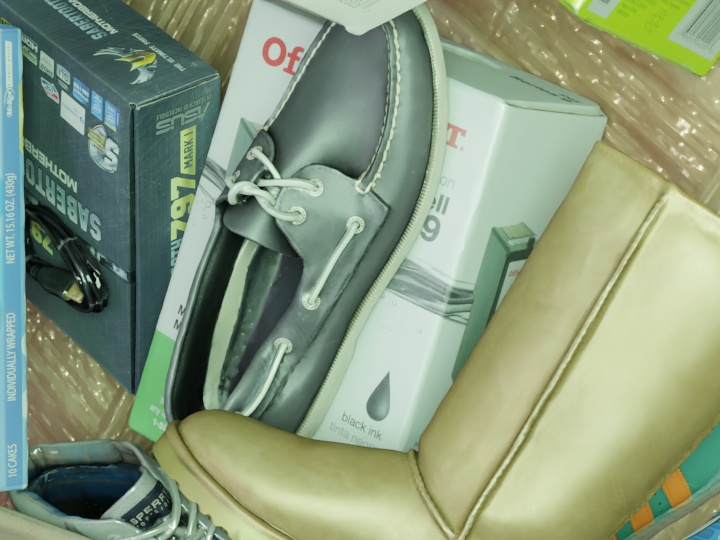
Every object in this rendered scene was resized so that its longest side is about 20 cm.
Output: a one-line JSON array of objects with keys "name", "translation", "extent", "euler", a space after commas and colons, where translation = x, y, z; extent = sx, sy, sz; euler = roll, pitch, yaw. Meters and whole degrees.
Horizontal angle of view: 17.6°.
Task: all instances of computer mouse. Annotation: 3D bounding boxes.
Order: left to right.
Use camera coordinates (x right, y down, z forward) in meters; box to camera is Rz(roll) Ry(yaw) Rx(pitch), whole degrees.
[{"name": "computer mouse", "translation": [-0.179, -0.009, 1.081], "extent": [0.199, 0.034, 0.059], "euler": [14, 123, 53]}]

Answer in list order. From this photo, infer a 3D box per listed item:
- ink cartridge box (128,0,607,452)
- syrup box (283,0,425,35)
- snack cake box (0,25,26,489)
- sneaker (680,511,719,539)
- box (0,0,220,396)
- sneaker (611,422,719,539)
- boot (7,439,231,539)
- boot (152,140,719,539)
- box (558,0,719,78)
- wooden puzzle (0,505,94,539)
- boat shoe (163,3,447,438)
[{"name": "ink cartridge box", "translation": [0.000, 0.000, 0.988], "extent": [0.145, 0.084, 0.201], "euler": [25, 105, 34]}, {"name": "syrup box", "translation": [-0.015, -0.199, 0.851], "extent": [0.081, 0.079, 0.201], "euler": [-26, 69, 26]}, {"name": "snack cake box", "translation": [-0.208, -0.004, 0.993], "extent": [0.067, 0.114, 0.202], "euler": [16, 108, 58]}, {"name": "sneaker", "translation": [0.145, 0.129, 0.874], "extent": [0.079, 0.089, 0.200], "euler": [50, 118, 25]}, {"name": "box", "translation": [-0.141, -0.060, 1.071], "extent": [0.200, 0.051, 0.159], "euler": [39, 139, 37]}, {"name": "sneaker", "translation": [0.090, 0.077, 0.920], "extent": [0.200, 0.080, 0.072], "euler": [-51, 62, 26]}, {"name": "boot", "translation": [-0.079, 0.132, 1.033], "extent": [0.199, 0.074, 0.096], "euler": [9, 138, 38]}, {"name": "boot", "translation": [0.044, 0.039, 0.876], "extent": [0.175, 0.066, 0.201], "euler": [34, 95, 3]}, {"name": "box", "translation": [0.058, -0.161, 0.918], "extent": [0.200, 0.122, 0.048], "euler": [46, 107, 28]}, {"name": "wooden puzzle", "translation": [-0.128, 0.193, 1.057], "extent": [0.199, 0.046, 0.186], "euler": [19, 135, 38]}, {"name": "boat shoe", "translation": [-0.024, -0.017, 0.914], "extent": [0.072, 0.063, 0.201], "euler": [29, 107, 33]}]
